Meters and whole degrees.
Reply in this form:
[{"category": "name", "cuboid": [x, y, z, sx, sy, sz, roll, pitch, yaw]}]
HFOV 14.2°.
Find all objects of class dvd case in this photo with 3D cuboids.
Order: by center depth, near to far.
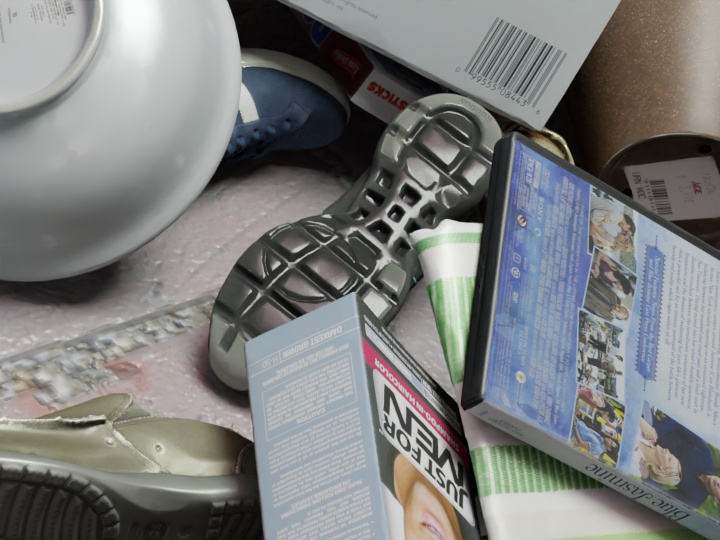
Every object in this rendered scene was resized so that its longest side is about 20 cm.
[{"category": "dvd case", "cuboid": [0.132, 0.039, 1.308, 0.199, 0.018, 0.143, 28, 52, -27]}]

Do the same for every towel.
[{"category": "towel", "cuboid": [0.100, 0.074, 1.293, 0.152, 0.023, 0.201, 1, 70, -42]}]

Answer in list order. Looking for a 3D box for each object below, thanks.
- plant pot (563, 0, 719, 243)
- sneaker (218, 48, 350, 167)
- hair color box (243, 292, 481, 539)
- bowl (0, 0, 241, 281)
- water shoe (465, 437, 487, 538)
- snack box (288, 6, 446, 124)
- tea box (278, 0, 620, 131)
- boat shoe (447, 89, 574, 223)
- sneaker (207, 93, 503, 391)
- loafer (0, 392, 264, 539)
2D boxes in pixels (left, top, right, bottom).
[{"category": "plant pot", "cuboid": [0.181, -0.120, 1.579, 0.186, 0.187, 0.201, 16, 52, -10]}, {"category": "sneaker", "cuboid": [-0.089, -0.062, 1.437, 0.199, 0.075, 0.085, 2, 59, -32]}, {"category": "hair color box", "cuboid": [0.007, 0.120, 1.197, 0.099, 0.060, 0.201, 47, 26, -44]}, {"category": "bowl", "cuboid": [-0.159, -0.102, 1.333, 0.199, 0.090, 0.203, -1, 74, 5]}, {"category": "water shoe", "cuboid": [0.068, 0.056, 1.338, 0.200, 0.071, 0.079, -43, 109, -50]}, {"category": "snack box", "cuboid": [-0.007, -0.134, 1.551, 0.072, 0.024, 0.200, 30, 17, -36]}, {"category": "tea box", "cuboid": [0.025, -0.198, 1.492, 0.199, 0.134, 0.197, 26, 17, -18]}, {"category": "boat shoe", "cuboid": [0.085, -0.041, 1.490, 0.075, 0.074, 0.201, 9, 39, -18]}, {"category": "sneaker", "cuboid": [0.000, 0.000, 1.402, 0.075, 0.079, 0.200, 40, 59, 14]}, {"category": "loafer", "cuboid": [-0.118, 0.093, 1.224, 0.199, 0.075, 0.070, 10, 32, -33]}]
